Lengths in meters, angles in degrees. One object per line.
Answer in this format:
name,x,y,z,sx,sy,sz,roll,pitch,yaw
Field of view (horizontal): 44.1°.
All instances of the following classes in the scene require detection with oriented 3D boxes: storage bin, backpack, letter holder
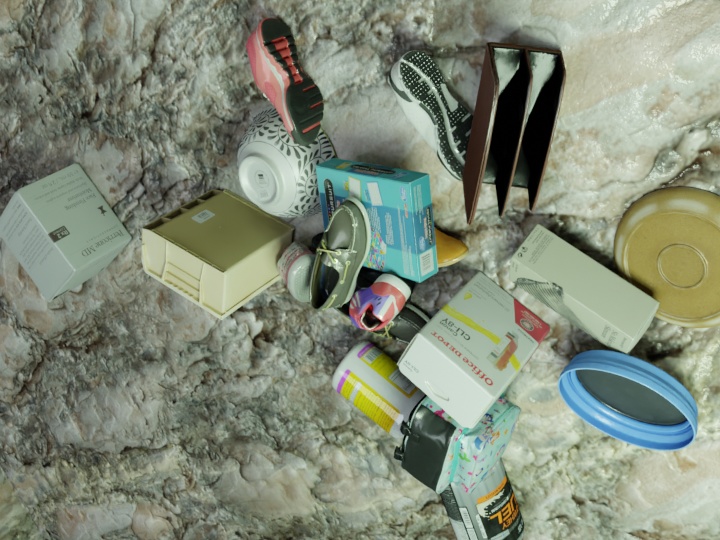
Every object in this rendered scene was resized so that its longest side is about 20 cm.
storage bin,-0.250,-0.039,1.559,0.197,0.199,0.095,28,129,23
backpack,0.164,0.232,1.391,0.149,0.200,0.179,26,139,18
letter holder,0.197,-0.167,1.143,0.099,0.143,0.203,7,125,0

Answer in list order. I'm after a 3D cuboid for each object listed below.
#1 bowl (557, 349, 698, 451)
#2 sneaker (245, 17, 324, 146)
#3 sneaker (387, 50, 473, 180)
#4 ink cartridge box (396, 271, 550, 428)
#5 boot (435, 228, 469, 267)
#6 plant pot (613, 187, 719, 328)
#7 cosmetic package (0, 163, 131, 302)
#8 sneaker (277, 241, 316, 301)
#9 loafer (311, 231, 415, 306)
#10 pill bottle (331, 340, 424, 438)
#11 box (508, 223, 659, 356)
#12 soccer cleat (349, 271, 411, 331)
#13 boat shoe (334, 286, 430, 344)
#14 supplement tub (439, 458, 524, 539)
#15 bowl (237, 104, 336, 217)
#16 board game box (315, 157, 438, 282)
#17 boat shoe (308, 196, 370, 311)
bowl,0.377,0.182,1.249,0.198,0.040,0.201,27,155,13
sneaker,-0.123,-0.292,1.408,0.086,0.073,0.203,-11,101,52
sneaker,0.108,-0.219,1.267,0.202,0.073,0.080,59,164,-13
ink cartridge box,0.170,0.114,1.312,0.145,0.200,0.084,39,134,12
boot,0.069,-0.085,1.366,0.199,0.071,0.146,7,120,41
plant pot,0.421,-0.009,1.158,0.198,0.027,0.203,21,128,29
cosmetic package,-0.623,-0.079,1.863,0.201,0.165,0.165,52,135,-2
sneaker,-0.107,-0.004,1.498,0.104,0.076,0.200,42,178,17
loafer,0.000,0.000,1.475,0.198,0.073,0.073,29,135,24
pill bottle,0.053,0.219,1.540,0.199,0.104,0.105,37,133,16
box,0.303,0.028,1.223,0.199,0.069,0.082,36,164,22
soccer cleat,0.015,0.064,1.380,0.068,0.074,0.200,37,156,-5
boat shoe,0.038,0.082,1.498,0.199,0.060,0.073,28,134,23
supplement tub,0.206,0.402,1.514,0.121,0.122,0.203,-6,112,41
bowl,-0.141,-0.164,1.472,0.199,0.094,0.204,20,127,30
board game box,0.023,-0.080,1.338,0.198,0.047,0.153,16,122,43
boat shoe,-0.035,-0.019,1.352,0.072,0.060,0.204,39,135,27
